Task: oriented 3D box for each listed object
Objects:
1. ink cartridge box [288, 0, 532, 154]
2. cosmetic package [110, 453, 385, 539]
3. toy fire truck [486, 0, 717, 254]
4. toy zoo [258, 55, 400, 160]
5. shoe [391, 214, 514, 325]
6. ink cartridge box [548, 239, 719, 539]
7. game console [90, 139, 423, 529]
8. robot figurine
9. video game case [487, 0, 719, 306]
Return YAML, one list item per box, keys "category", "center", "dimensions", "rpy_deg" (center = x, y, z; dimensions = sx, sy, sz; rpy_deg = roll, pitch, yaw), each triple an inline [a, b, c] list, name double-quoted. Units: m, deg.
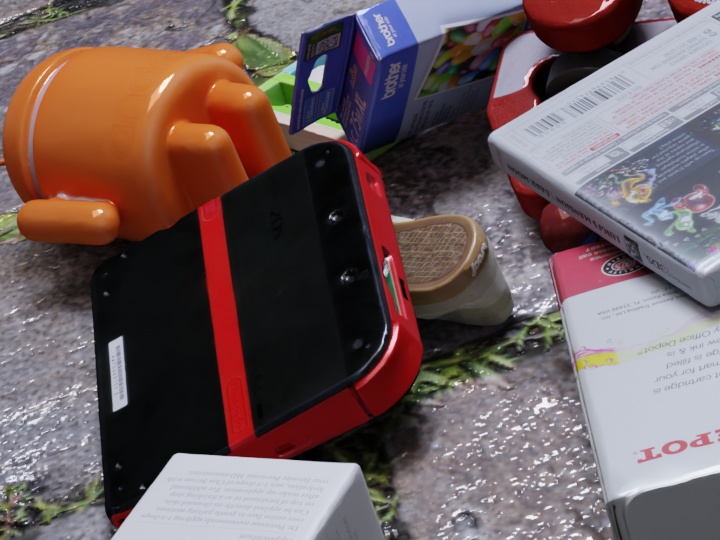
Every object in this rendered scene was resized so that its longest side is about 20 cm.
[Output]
- category: "ink cartridge box"
  center: [0.056, -0.130, 1.281]
  dimensions: [0.198, 0.120, 0.042]
  rpy_deg: [-20, 69, -15]
- category: "cosmetic package"
  center: [-0.073, 0.167, 0.912]
  dimensions: [0.101, 0.072, 0.200]
  rpy_deg: [1, 35, 30]
- category: "toy fire truck"
  center: [0.160, -0.083, 1.178]
  dimensions: [0.198, 0.112, 0.169]
  rpy_deg: [-2, 53, 25]
- category: "toy zoo"
  center: [0.029, -0.135, 1.412]
  dimensions: [0.199, 0.021, 0.131]
  rpy_deg: [-36, 33, -26]
- category: "shoe"
  center: [0.000, 0.000, 1.181]
  dimensions: [0.199, 0.053, 0.070]
  rpy_deg: [8, 68, 45]
- category: "ink cartridge box"
  center: [0.169, 0.056, 0.947]
  dimensions: [0.144, 0.083, 0.201]
  rpy_deg: [-15, 30, 6]
- category: "game console"
  center: [-0.059, 0.028, 1.126]
  dimensions: [0.176, 0.031, 0.201]
  rpy_deg: [-29, 38, 14]
- category: "robot figurine"
  center: [-0.133, -0.076, 1.311]
  dimensions: [0.199, 0.116, 0.145]
  rpy_deg: [8, 83, 39]
- category: "video game case"
  center: [0.187, -0.072, 1.028]
  dimensions: [0.199, 0.023, 0.182]
  rpy_deg: [-30, 34, -15]
